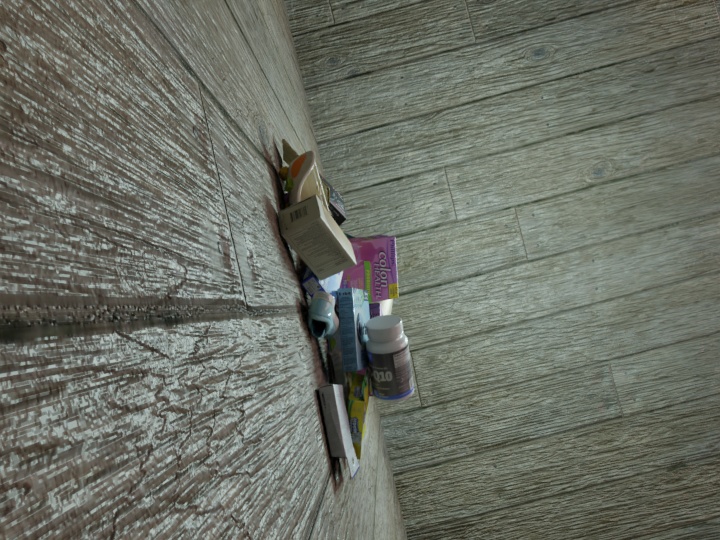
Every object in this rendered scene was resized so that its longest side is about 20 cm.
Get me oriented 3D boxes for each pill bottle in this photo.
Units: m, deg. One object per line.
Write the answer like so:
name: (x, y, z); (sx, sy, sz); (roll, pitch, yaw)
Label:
pill bottle: (0.073, 0.226, 1.616); (0.114, 0.111, 0.205); (-98, 179, -74)

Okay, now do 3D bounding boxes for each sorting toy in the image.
sorting toy: (-0.142, -0.151, 1.540); (0.202, 0.104, 0.183); (75, 9, -48)

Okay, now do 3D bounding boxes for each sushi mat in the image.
sushi mat: (-0.146, -0.258, 1.671); (0.200, 0.012, 0.096); (48, -21, 20)

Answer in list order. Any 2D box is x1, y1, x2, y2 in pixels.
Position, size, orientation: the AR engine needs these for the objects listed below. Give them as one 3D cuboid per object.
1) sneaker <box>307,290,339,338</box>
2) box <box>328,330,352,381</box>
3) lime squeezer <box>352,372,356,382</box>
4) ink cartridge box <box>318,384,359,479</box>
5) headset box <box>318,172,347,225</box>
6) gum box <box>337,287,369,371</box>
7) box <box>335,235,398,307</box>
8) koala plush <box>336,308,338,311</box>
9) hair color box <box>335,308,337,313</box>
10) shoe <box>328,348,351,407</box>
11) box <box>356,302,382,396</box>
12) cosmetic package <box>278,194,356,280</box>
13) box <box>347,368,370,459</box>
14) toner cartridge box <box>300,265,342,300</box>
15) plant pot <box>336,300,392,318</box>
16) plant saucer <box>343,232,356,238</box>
sneaker: (-0.098, 0.128, 1.492); (0.201, 0.072, 0.083); (83, 25, -59)
box: (-0.047, 0.272, 1.879); (0.202, 0.059, 0.118); (76, 2, -47)
lime squeezer: (-0.028, 0.328, 1.726); (0.071, 0.037, 0.202); (50, -33, 30)
ink cartridge box: (-0.048, 0.362, 1.426); (0.200, 0.040, 0.205); (70, 8, -78)
headset box: (-0.121, -0.220, 2.001); (0.149, 0.077, 0.201); (43, 15, -22)
gum box: (-0.012, 0.151, 1.622); (0.170, 0.043, 0.206); (15, 71, -75)
box: (0.000, 0.000, 1.803); (0.096, 0.196, 0.181); (12, -72, 61)
koala plush: (-0.057, 0.031, 1.930); (0.200, 0.179, 0.182); (-56, 133, -71)
hair color box: (-0.075, 0.116, 2.150); (0.101, 0.059, 0.204); (-101, 178, -62)
shoe: (-0.056, 0.296, 1.683); (0.203, 0.052, 0.071); (-96, -166, -46)
box: (0.028, 0.233, 1.842); (0.202, 0.094, 0.179); (-90, 169, -49)
cosmetic package: (-0.097, -0.071, 1.438); (0.201, 0.103, 0.072); (55, 16, -51)
box: (-0.006, 0.358, 1.591); (0.118, 0.047, 0.205); (-71, 167, -67)
toner cartridge box: (-0.094, 0.010, 1.598); (0.096, 0.043, 0.201); (54, 20, -20)
plant pot: (0.030, 0.127, 2.068); (0.203, 0.184, 0.189); (-61, 158, -24)
plant saucer: (-0.072, -0.077, 1.930); (0.201, 0.195, 0.028); (-99, -156, -67)
